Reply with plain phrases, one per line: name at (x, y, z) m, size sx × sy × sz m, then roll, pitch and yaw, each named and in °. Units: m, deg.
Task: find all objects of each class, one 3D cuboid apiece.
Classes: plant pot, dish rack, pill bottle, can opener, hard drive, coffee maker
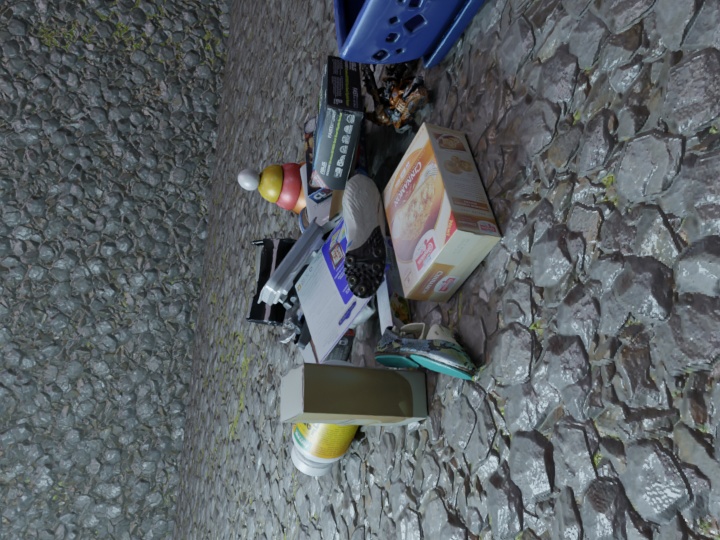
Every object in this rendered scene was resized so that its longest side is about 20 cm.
plant pot at (0.076, -0.436, 0.941) m, size 0.200 × 0.178 × 0.202 m, roll 132°, pitch 139°, yaw -53°
dish rack at (-0.125, -0.006, 1.177) m, size 0.172 × 0.043 × 0.200 m, roll -54°, pitch 2°, yaw -14°
pill bottle at (-0.060, 0.271, 1.129) m, size 0.113 × 0.112 × 0.201 m, roll -114°, pitch 38°, yaw -51°
can opener at (-0.119, 0.064, 1.265) m, size 0.053 × 0.067 × 0.201 m, roll -34°, pitch 35°, yaw 41°
hard drive at (-0.062, -0.178, 1.309) m, size 0.131 × 0.026 × 0.201 m, roll -33°, pitch 46°, yaw 23°
coffee maker at (-0.187, 0.030, 1.474) m, size 0.192 × 0.133 × 0.203 m, roll 169°, pitch 106°, yaw -65°

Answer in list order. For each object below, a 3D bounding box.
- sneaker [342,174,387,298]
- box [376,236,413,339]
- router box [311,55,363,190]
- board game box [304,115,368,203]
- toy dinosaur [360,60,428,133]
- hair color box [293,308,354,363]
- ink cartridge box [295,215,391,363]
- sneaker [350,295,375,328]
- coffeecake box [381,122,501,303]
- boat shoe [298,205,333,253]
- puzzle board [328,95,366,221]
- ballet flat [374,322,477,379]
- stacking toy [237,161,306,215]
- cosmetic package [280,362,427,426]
sneaker at (0.009, -0.051, 0.981) m, size 0.073 × 0.071 × 0.202 m, roll 56°, pitch -150°, yaw -67°
box at (0.052, 0.037, 1.032) m, size 0.041 × 0.038 × 0.202 m, roll -49°, pitch 40°, yaw 49°
router box at (-0.043, -0.258, 1.086) m, size 0.201 × 0.061 × 0.151 m, roll -94°, pitch 16°, yaw -49°
board game box at (-0.053, -0.253, 1.293) m, size 0.135 × 0.035 × 0.202 m, roll -25°, pitch 54°, yaw 29°
toy dinosaur at (0.048, -0.301, 1.088) m, size 0.199 × 0.102 × 0.137 m, roll -9°, pitch 91°, yaw 44°
hair color box at (-0.082, 0.127, 1.289) m, size 0.200 × 0.063 × 0.112 m, roll -129°, pitch 52°, yaw -58°
ink cartridge box at (-0.030, 0.027, 1.071) m, size 0.199 × 0.043 × 0.201 m, roll -53°, pitch 37°, yaw 25°
sneaker at (0.000, 0.000, 1.148) m, size 0.088 × 0.075 × 0.202 m, roll -30°, pitch 57°, yaw 43°
coffeecake box at (0.107, -0.081, 0.896) m, size 0.154 × 0.072 × 0.202 m, roll 123°, pitch 146°, yaw -45°
boat shoe at (-0.074, -0.082, 1.337) m, size 0.073 × 0.072 × 0.201 m, roll -58°, pitch 43°, yaw 35°
puzzle board at (-0.023, -0.200, 1.154) m, size 0.151 × 0.017 × 0.202 m, roll 158°, pitch 122°, yaw -75°
ballet flat at (0.090, 0.105, 0.876) m, size 0.199 × 0.074 × 0.075 m, roll 0°, pitch 83°, yaw 53°
stacking toy at (-0.190, -0.202, 1.466) m, size 0.146 × 0.198 × 0.148 m, roll -172°, pitch 90°, yaw -67°
cosmetic package at (-0.011, 0.187, 0.928) m, size 0.105 × 0.198 × 0.072 m, roll 141°, pitch 132°, yaw -58°
